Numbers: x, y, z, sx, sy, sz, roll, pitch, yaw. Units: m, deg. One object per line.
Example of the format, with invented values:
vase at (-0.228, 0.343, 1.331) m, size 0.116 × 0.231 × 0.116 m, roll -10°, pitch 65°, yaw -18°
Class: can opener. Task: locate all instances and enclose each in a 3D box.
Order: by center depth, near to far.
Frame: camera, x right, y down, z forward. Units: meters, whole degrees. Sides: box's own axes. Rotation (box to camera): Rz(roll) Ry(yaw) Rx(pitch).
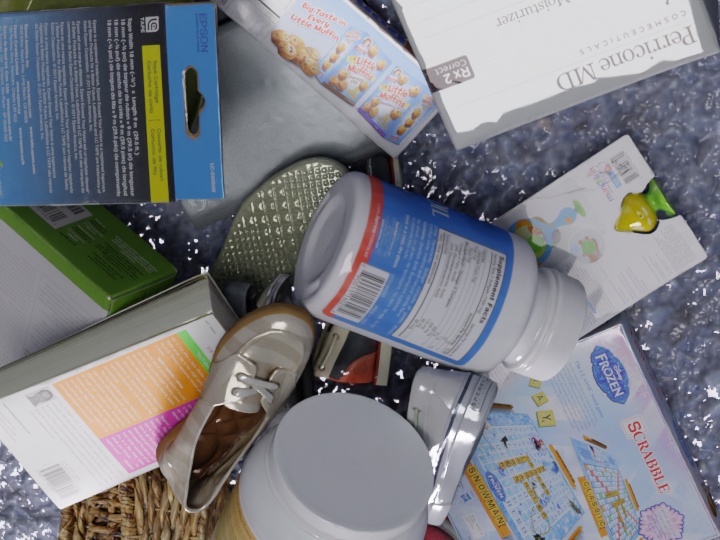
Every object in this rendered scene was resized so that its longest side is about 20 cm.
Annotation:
can opener at (-0.074, 0.080, 1.692) m, size 0.067 × 0.053 × 0.200 m, roll 12°, pitch 137°, yaw 14°

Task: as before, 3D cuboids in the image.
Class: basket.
basket at (-0.190, 0.224, 1.748) m, size 0.148 × 0.143 × 0.201 m, roll 9°, pitch 111°, yaw 4°

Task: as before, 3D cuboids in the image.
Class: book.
book at (-0.172, 0.098, 1.619) m, size 0.199 × 0.048 × 0.134 m, roll -23°, pitch 130°, yaw 10°

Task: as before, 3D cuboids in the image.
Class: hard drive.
hard drive at (-0.070, -0.132, 1.655) m, size 0.199 × 0.033 × 0.140 m, roll -22°, pitch 106°, yaw 16°

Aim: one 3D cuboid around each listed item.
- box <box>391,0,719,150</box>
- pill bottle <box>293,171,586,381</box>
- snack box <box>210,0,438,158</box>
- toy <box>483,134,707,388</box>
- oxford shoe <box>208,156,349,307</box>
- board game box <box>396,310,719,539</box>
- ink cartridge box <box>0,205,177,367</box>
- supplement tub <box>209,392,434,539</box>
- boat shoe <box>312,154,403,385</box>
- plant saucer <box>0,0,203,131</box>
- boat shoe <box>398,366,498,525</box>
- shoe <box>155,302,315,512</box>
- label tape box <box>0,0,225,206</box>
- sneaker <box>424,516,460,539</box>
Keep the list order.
box at (0.141, -0.201, 1.508) m, size 0.198 × 0.200 × 0.131 m, roll -20°, pitch 106°, yaw 15°
pill bottle at (0.061, 0.011, 1.583) m, size 0.199 × 0.112 × 0.112 m, roll 21°, pitch 113°, yaw -19°
snack box at (-0.025, -0.175, 1.600) m, size 0.200 × 0.024 × 0.072 m, roll 40°, pitch 110°, yaw -8°
toy at (0.154, -0.008, 1.663) m, size 0.200 × 0.047 × 0.115 m, roll -33°, pitch 100°, yaw 15°
oxford shoe at (-0.069, -0.016, 1.679) m, size 0.075 × 0.058 × 0.200 m, roll 41°, pitch 119°, yaw 8°
board game box at (0.160, 0.156, 1.726) m, size 0.199 × 0.041 × 0.201 m, roll -22°, pitch 106°, yaw 16°
ink cartridge box at (-0.241, 0.046, 1.695) m, size 0.148 × 0.076 × 0.200 m, roll 39°, pitch 129°, yaw 25°
supplement tub at (-0.034, 0.199, 1.608) m, size 0.144 × 0.145 × 0.200 m, roll 24°, pitch 136°, yaw -1°
boat shoe at (0.000, 0.000, 1.676) m, size 0.062 × 0.071 × 0.201 m, roll 6°, pitch 118°, yaw 1°
plant saucer at (-0.199, -0.159, 1.637) m, size 0.199 × 0.031 × 0.201 m, roll 3°, pitch 96°, yaw 24°
boat shoe at (0.057, 0.126, 1.640) m, size 0.067 × 0.074 × 0.200 m, roll 24°, pitch 145°, yaw 6°
shoe at (-0.089, 0.103, 1.578) m, size 0.070 × 0.054 × 0.200 m, roll 15°, pitch 131°, yaw -26°
label tape box at (-0.177, -0.122, 1.579) m, size 0.199 × 0.063 × 0.145 m, roll 0°, pitch 96°, yaw 24°
sneaker at (-0.006, 0.211, 1.747) m, size 0.199 × 0.087 × 0.074 m, roll 19°, pitch 111°, yaw 1°
